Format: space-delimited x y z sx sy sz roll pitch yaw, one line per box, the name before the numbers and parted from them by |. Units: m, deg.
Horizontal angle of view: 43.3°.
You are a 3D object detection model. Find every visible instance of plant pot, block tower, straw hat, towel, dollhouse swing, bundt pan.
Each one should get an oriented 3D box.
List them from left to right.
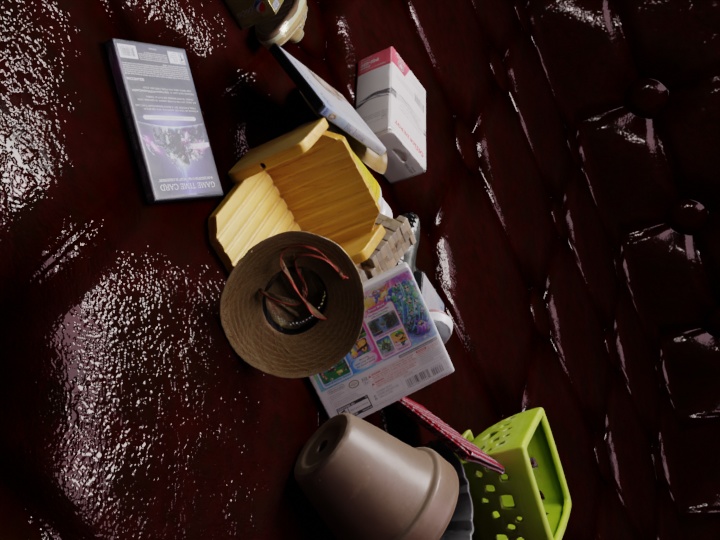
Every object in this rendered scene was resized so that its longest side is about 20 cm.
straw hat | -0.085 0.032 1.193 0.085 0.199 0.203 -97 161 -69
dollhouse swing | -0.084 -0.064 1.252 0.201 0.180 0.177 61 19 -25
plant pot | -0.021 -0.240 1.490 0.200 0.027 0.200 44 14 -13
block tower | 0.000 0.000 1.375 0.200 0.057 0.054 -48 139 -20
plant pot | 0.006 0.289 1.231 0.175 0.200 0.201 44 36 -15
bundt pan | 0.109 0.380 1.465 0.202 0.075 0.204 39 43 -49
towel | 0.134 0.264 1.484 0.023 0.199 0.144 -56 143 -1
plant pot | 0.252 0.381 1.614 0.200 0.179 0.202 -28 101 -67

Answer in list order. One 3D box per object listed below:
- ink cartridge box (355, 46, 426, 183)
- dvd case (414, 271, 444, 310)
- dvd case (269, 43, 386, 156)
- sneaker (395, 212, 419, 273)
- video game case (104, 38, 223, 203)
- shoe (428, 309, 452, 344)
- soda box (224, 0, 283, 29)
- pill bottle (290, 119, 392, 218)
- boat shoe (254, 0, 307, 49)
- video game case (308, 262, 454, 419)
ink cartridge box | 0.059 -0.290 1.707 0.146 0.084 0.202 42 40 -46
dvd case | 0.117 0.101 1.595 0.200 0.017 0.145 50 43 -66
dvd case | -0.046 -0.252 1.355 0.143 0.018 0.199 54 15 27
sneaker | 0.074 -0.014 1.619 0.091 0.066 0.201 58 35 -35
video game case | -0.245 -0.188 1.151 0.142 0.019 0.203 -15 91 -63
shoe | 0.074 0.084 1.419 0.071 0.199 0.092 35 49 -20
soda box | -0.147 -0.463 1.423 0.064 0.067 0.201 56 33 -31
pill bottle | -0.037 -0.127 1.408 0.200 0.113 0.115 47 38 -41
boat shoe | -0.114 -0.400 1.460 0.201 0.071 0.077 -74 151 -46
video game case | 0.014 0.111 1.312 0.184 0.198 0.024 64 -1 -18
